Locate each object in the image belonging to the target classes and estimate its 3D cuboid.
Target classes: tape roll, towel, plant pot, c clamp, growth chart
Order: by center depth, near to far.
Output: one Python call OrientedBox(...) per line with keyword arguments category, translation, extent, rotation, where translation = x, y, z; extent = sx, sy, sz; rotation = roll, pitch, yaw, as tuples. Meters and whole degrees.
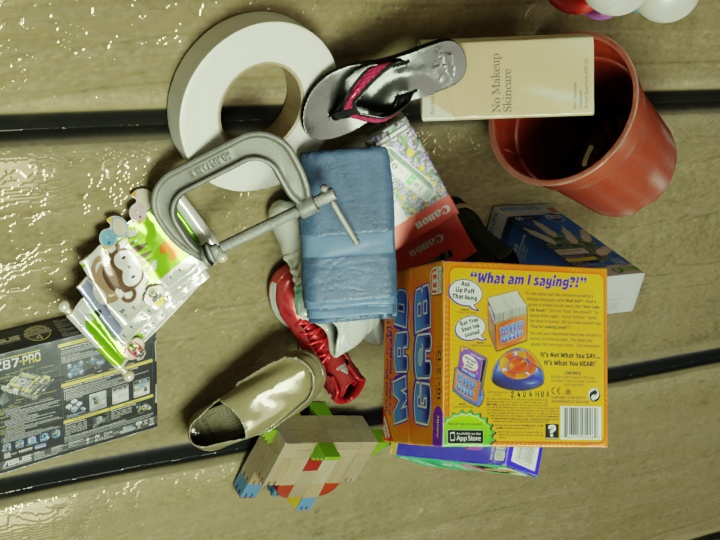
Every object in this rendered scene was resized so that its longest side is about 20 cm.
OrientedBox(category="c clamp", translation=(-0.122, -0.064, 1.487), extent=(0.199, 0.027, 0.172), rotation=(-20, 116, 8))
OrientedBox(category="tape roll", translation=(-0.116, -0.185, 1.497), extent=(0.202, 0.037, 0.204), rotation=(-19, 128, -26))
OrientedBox(category="growth chart", translation=(-0.243, 0.005, 1.505), extent=(0.200, 0.018, 0.145), rotation=(-50, 119, -11))
OrientedBox(category="towel", translation=(-0.015, -0.041, 1.549), extent=(0.111, 0.049, 0.201), rotation=(-3, 97, -7))
OrientedBox(category="plant pot", translation=(0.295, -0.167, 1.707), extent=(0.201, 0.201, 0.195), rotation=(-54, 141, 6))

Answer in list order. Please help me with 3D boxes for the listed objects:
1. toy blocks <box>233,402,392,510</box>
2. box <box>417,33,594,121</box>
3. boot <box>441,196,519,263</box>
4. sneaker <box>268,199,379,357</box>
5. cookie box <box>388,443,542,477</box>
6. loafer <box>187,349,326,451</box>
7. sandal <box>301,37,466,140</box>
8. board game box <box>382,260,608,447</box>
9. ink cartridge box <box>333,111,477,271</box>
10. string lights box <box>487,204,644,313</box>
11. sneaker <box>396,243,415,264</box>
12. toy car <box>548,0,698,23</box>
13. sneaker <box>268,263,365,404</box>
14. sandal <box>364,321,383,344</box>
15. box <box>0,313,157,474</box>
OrientedBox(category="toy blocks", translation=(-0.074, 0.258, 1.787), extent=(0.199, 0.100, 0.137), rotation=(4, 127, -37))
OrientedBox(category="box", translation=(0.166, -0.224, 1.570), extent=(0.199, 0.078, 0.096), rotation=(-3, 102, 1))
OrientedBox(category="boot", translation=(0.166, 0.015, 1.757), extent=(0.077, 0.138, 0.200), rotation=(-38, 134, -9))
OrientedBox(category="sneaker", translation=(-0.056, 0.012, 1.596), extent=(0.089, 0.075, 0.200), rotation=(-45, 111, -30))
OrientedBox(category="cookie box", translation=(0.148, 0.174, 1.766), extent=(0.075, 0.199, 0.172), rotation=(27, 69, -41))
OrientedBox(category="loafer", translation=(-0.129, 0.167, 1.644), extent=(0.200, 0.067, 0.076), rotation=(-35, 93, 16))
OrientedBox(category="sandal", translation=(0.026, -0.201, 1.501), extent=(0.199, 0.045, 0.075), rotation=(-22, 122, 1))
OrientedBox(category="board game box", translation=(0.150, 0.100, 1.554), extent=(0.199, 0.200, 0.201), rotation=(3, 84, -17))
OrientedBox(category="ink cartridge box", translation=(0.053, -0.075, 1.612), extent=(0.109, 0.050, 0.201), rotation=(-30, 106, 2))
OrientedBox(category="string lights box", translation=(0.261, -0.016, 1.762), extent=(0.102, 0.200, 0.059), rotation=(-4, 121, -34))
OrientedBox(category="sneaker", translation=(0.050, -0.056, 1.674), extent=(0.072, 0.072, 0.201), rotation=(-13, 122, -26))
OrientedBox(category="toy car", translation=(0.296, -0.363, 1.613), extent=(0.199, 0.176, 0.150), rotation=(-1, 153, -35))
OrientedBox(category="sneaker", translation=(-0.040, 0.083, 1.669), extent=(0.078, 0.116, 0.200), rotation=(-35, 133, -11))
OrientedBox(category="sandal", translation=(-0.006, -0.002, 1.669), extent=(0.059, 0.079, 0.207), rotation=(-42, 131, -27))
OrientedBox(category="box", translation=(-0.330, 0.131, 1.541), extent=(0.199, 0.049, 0.162), rotation=(-15, 126, -28))
